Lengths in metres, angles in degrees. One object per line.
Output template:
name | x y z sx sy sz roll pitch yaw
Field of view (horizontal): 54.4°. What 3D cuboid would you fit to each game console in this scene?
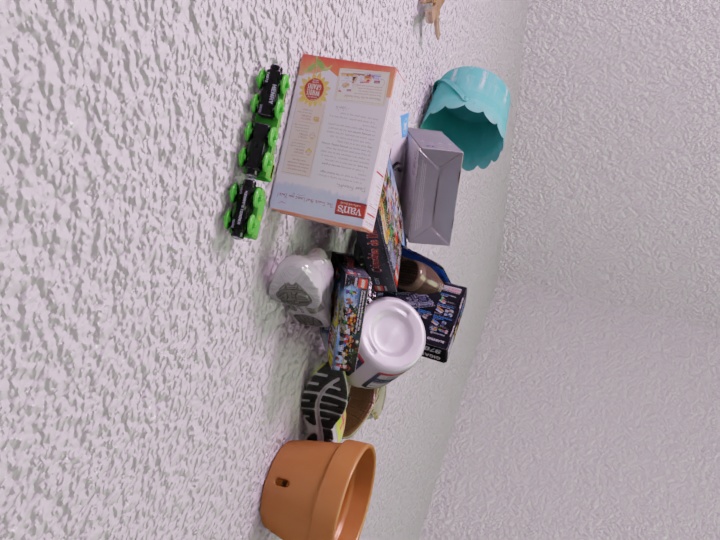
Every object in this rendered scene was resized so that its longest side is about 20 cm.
game console | 0.117 -0.061 1.417 0.200 0.115 0.176 47 40 -71

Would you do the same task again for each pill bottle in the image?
pill bottle | 0.024 0.130 1.168 0.200 0.117 0.122 128 -16 -65

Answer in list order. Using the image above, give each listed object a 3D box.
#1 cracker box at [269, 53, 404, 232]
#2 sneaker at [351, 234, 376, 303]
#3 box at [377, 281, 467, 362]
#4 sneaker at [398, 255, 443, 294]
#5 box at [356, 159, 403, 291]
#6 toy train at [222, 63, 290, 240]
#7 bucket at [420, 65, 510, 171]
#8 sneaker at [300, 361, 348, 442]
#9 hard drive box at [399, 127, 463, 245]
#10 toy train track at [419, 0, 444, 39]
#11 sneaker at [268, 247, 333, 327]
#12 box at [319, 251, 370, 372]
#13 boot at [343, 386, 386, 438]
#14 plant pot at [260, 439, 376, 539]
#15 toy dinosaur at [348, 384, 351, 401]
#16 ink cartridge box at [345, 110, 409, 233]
cracker box | -0.029 -0.163 0.902 0.058 0.130 0.206 19 84 -73
sneaker | 0.000 0.000 1.264 0.083 0.070 0.204 -38 -149 63
box | 0.097 0.080 1.371 0.047 0.195 0.161 88 21 -48
sneaker | 0.075 0.008 1.286 0.074 0.199 0.072 25 92 -31
box | 0.028 -0.083 1.051 0.202 0.037 0.139 72 21 -51
toy train | -0.115 -0.133 0.805 0.056 0.041 0.206 42 61 -82
bucket | 0.236 -0.340 1.562 0.209 0.202 0.137 74 31 -57
sneaker | -0.058 0.234 1.205 0.091 0.076 0.205 -62 164 -63
hard drive box | 0.113 -0.151 1.219 0.201 0.074 0.160 -102 -163 -69
toy train track | 0.147 -0.541 1.413 0.202 0.032 0.117 -66 154 -51
sneaker | -0.077 0.007 0.988 0.201 0.076 0.102 81 19 -70
box | -0.027 0.057 1.078 0.200 0.037 0.141 -127 -134 -76
boot | 0.004 0.275 1.426 0.156 0.070 0.202 88 25 -54
plant pot | -0.070 0.359 1.117 0.200 0.136 0.206 12 90 -72
toy dinosaur | -0.023 0.197 1.316 0.202 0.046 0.089 -69 176 -47
ink cartridge box | 0.029 -0.168 1.206 0.116 0.065 0.206 -43 141 -64
